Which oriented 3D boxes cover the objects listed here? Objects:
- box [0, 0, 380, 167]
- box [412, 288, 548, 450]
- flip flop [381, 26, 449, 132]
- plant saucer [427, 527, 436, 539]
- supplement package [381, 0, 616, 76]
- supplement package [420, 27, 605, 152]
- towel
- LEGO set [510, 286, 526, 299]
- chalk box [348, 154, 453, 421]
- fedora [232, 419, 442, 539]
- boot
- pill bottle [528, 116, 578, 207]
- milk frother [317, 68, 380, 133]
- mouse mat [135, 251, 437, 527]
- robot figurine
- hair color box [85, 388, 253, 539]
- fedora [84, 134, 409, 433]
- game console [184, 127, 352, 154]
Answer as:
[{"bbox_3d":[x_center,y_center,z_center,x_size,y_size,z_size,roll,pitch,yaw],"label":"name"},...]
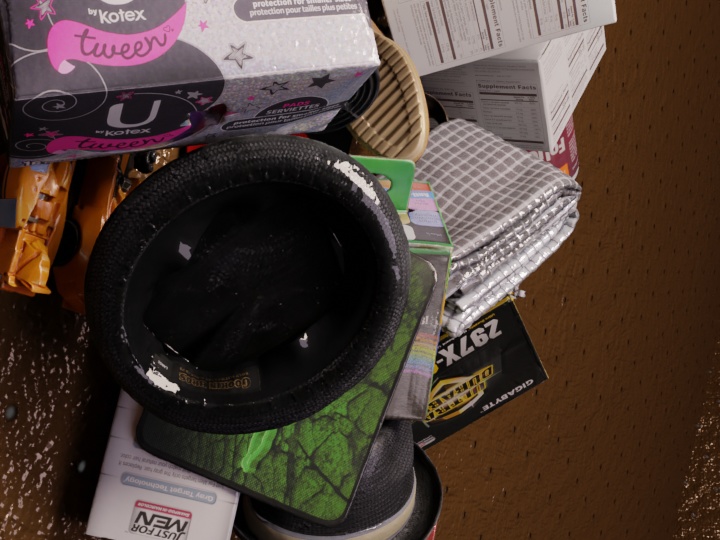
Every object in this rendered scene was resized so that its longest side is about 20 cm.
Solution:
[{"bbox_3d":[-0.106,-0.144,0.570,0.197,0.115,0.135,-10,81,-21],"label":"box"},{"bbox_3d":[0.079,0.105,1.028,0.160,0.198,0.050,57,4,-47],"label":"box"},{"bbox_3d":[0.061,-0.156,1.050,0.081,0.057,0.203,-50,138,-43],"label":"flip flop"},{"bbox_3d":[0.034,0.338,1.097,0.200,0.036,0.203,64,38,-62],"label":"plant saucer"},{"bbox_3d":[0.111,-0.298,0.918,0.153,0.197,0.152,-94,166,-48],"label":"supplement package"},{"bbox_3d":[0.163,-0.239,1.113,0.201,0.153,0.112,-56,142,-38],"label":"supplement package"},{"bbox_3d":[0.091,-0.053,0.972,0.199,0.165,0.086,-36,142,-26],"label":"towel"},{"bbox_3d":[0.107,0.046,1.116,0.200,0.114,0.156,36,66,-57],"label":"LEGO set"},{"bbox_3d":[0.000,0.000,0.808,0.124,0.122,0.203,-100,-165,-63],"label":"chalk box"},{"bbox_3d":[-0.018,0.154,0.839,0.200,0.198,0.093,-39,146,-50],"label":"fedora"},{"bbox_3d":[0.030,-0.143,0.887,0.166,0.072,0.202,41,20,-58],"label":"boot"},{"bbox_3d":[0.210,-0.159,1.258,0.115,0.113,0.202,-55,140,-39],"label":"pill bottle"},{"bbox_3d":[-0.035,-0.241,0.777,0.189,0.178,0.201,-57,168,-35],"label":"milk frother"},{"bbox_3d":[-0.049,0.058,0.709,0.008,0.159,0.203,136,-24,-79],"label":"mouse mat"},{"bbox_3d":[-0.172,-0.077,0.651,0.145,0.057,0.204,26,74,-60],"label":"robot figurine"},{"bbox_3d":[-0.121,0.095,0.729,0.061,0.097,0.204,136,-33,-79],"label":"hair color box"},{"bbox_3d":[-0.071,0.001,0.642,0.092,0.197,0.204,-120,-156,-68],"label":"fedora"},{"bbox_3d":[-0.069,-0.114,0.864,0.200,0.031,0.180,46,52,-55],"label":"game console"}]
